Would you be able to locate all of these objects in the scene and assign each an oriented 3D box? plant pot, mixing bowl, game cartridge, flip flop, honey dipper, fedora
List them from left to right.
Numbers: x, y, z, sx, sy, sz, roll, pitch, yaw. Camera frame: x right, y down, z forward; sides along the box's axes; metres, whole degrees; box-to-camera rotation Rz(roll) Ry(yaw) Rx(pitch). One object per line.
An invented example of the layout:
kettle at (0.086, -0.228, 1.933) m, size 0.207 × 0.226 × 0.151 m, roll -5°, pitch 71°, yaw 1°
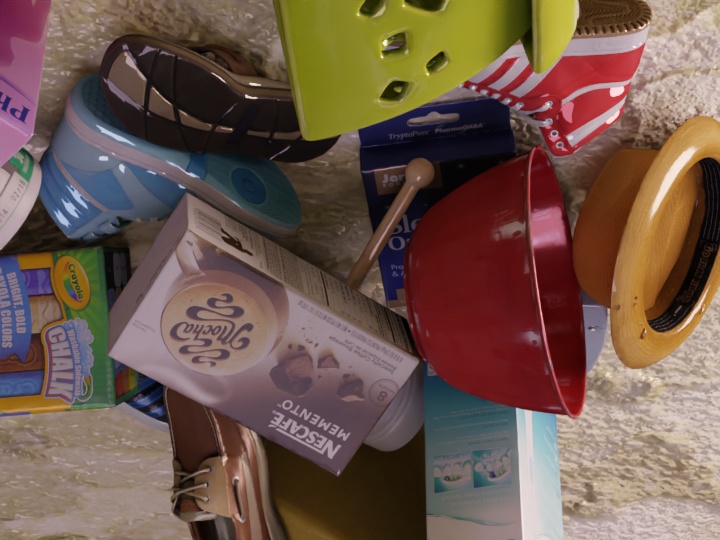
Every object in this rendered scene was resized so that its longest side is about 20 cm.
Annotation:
flip flop at (-0.100, -0.129, 1.169) m, size 0.199 × 0.058 × 0.081 m, roll 8°, pitch 135°, yaw -35°
plant pot at (-0.026, 0.228, 1.476) m, size 0.199 × 0.195 × 0.196 m, roll 28°, pitch 132°, yaw -12°
honey dipper at (0.000, 0.000, 1.240) m, size 0.038 × 0.038 × 0.201 m, roll 23°, pitch 106°, yaw -27°
plant pot at (0.028, -0.224, 0.967) m, size 0.180 × 0.200 × 0.201 m, roll -10°, pitch 138°, yaw -2°
mixing bowl at (0.096, 0.016, 1.198) m, size 0.108 × 0.201 × 0.201 m, roll -9°, pitch 139°, yaw 17°
game cartridge at (0.137, 0.059, 1.375) m, size 0.132 × 0.041 × 0.200 m, roll 6°, pitch 151°, yaw -5°
fedora at (0.220, -0.028, 1.249) m, size 0.082 × 0.201 × 0.201 m, roll 21°, pitch 152°, yaw 35°

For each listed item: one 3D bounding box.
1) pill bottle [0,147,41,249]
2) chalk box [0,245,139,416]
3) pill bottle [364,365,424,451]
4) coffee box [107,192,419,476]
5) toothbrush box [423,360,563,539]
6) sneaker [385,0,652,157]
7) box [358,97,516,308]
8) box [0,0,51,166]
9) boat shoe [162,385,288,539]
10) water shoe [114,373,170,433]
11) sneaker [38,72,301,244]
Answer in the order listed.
pill bottle at (-0.333, -0.093, 1.141) m, size 0.113 × 0.113 × 0.200 m, roll -30°, pitch 125°, yaw 28°
chalk box at (-0.239, 0.046, 1.267) m, size 0.199 × 0.125 × 0.125 m, roll -4°, pitch 180°, yaw 2°
pill bottle at (-0.038, 0.077, 1.356) m, size 0.200 × 0.112 × 0.111 m, roll 30°, pitch 129°, yaw -32°
coffee box at (-0.071, 0.048, 1.184) m, size 0.199 × 0.080 × 0.113 m, roll 30°, pitch 106°, yaw -18°
toothbrush box at (0.113, 0.181, 1.353) m, size 0.085 × 0.201 × 0.146 m, roll -10°, pitch 151°, yaw 17°
sneaker at (0.102, -0.138, 1.153) m, size 0.199 × 0.071 × 0.113 m, roll -2°, pitch 135°, yaw -5°
box at (0.067, -0.049, 1.281) m, size 0.120 × 0.033 × 0.201 m, roll -7°, pitch 137°, yaw 5°
box at (-0.291, -0.168, 1.000) m, size 0.176 × 0.201 × 0.097 m, roll 33°, pitch 128°, yaw -33°
boat shoe at (-0.119, 0.184, 1.348) m, size 0.075 × 0.074 × 0.201 m, roll -15°, pitch 99°, yaw 39°
water shoe at (-0.177, 0.084, 1.386) m, size 0.199 × 0.072 × 0.079 m, roll 19°, pitch 132°, yaw -23°
sneaker at (-0.153, -0.057, 1.227) m, size 0.199 × 0.080 × 0.131 m, roll 30°, pitch 128°, yaw -19°
